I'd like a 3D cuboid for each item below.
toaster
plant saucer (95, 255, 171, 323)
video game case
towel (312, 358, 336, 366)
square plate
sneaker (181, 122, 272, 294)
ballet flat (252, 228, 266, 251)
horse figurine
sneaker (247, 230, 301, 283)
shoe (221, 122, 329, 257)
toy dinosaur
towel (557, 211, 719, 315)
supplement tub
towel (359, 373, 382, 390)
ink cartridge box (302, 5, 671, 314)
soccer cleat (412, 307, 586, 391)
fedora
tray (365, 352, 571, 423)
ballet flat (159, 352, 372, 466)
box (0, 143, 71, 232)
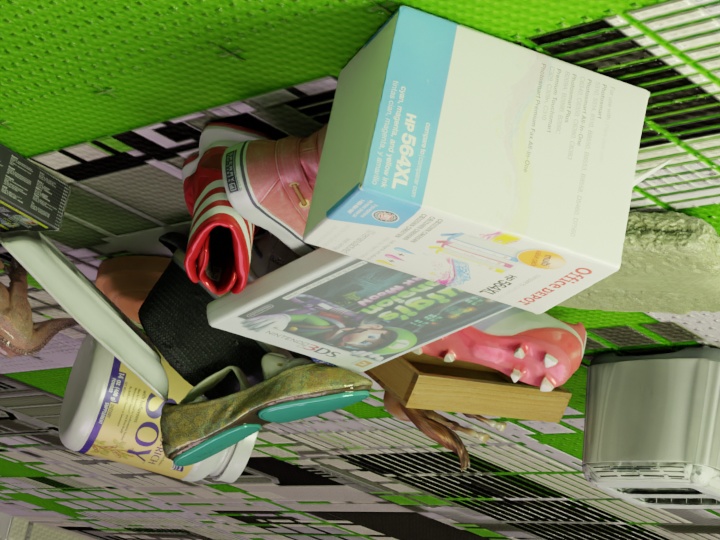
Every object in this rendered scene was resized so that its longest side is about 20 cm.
[{"bbox_3d":[0.294,0.147,1.608,0.200,0.130,0.113,-7,155,45],"label":"toaster"},{"bbox_3d":[-0.167,0.035,1.730,0.199,0.032,0.200,11,163,3],"label":"plant saucer"},{"bbox_3d":[0.013,0.022,1.348,0.200,0.023,0.182,-26,150,35],"label":"video game case"},{"bbox_3d":[-0.099,0.083,1.758,0.144,0.024,0.200,2,161,21],"label":"towel"},{"bbox_3d":[-0.249,0.029,1.579,0.200,0.028,0.198,46,176,-12],"label":"square plate"},{"bbox_3d":[-0.115,-0.030,1.357,0.078,0.116,0.200,13,161,1],"label":"sneaker"},{"bbox_3d":[-0.067,0.010,1.558,0.074,0.075,0.200,8,160,14],"label":"ballet flat"},{"bbox_3d":[0.062,0.120,1.644,0.132,0.050,0.200,20,-166,-12],"label":"horse figurine"},{"bbox_3d":[0.000,0.000,1.442,0.199,0.082,0.075,4,-148,-33],"label":"sneaker"},{"bbox_3d":[-0.019,-0.058,1.281,0.091,0.072,0.200,-12,166,20],"label":"shoe"},{"bbox_3d":[-0.341,0.037,1.583,0.200,0.086,0.136,33,-170,-31],"label":"toy dinosaur"},{"bbox_3d":[0.200,-0.007,1.352,0.199,0.037,0.148,1,158,34],"label":"towel"},{"bbox_3d":[-0.222,0.152,1.938,0.199,0.146,0.145,17,162,-17],"label":"supplement tub"},{"bbox_3d":[0.033,0.083,1.738,0.144,0.023,0.200,26,154,-38],"label":"towel"},{"bbox_3d":[0.084,-0.062,1.112,0.199,0.126,0.129,17,161,-14],"label":"ink cartridge box"},{"bbox_3d":[0.103,0.046,1.543,0.199,0.076,0.067,20,127,18],"label":"soccer cleat"},{"bbox_3d":[-0.129,0.061,1.553,0.201,0.092,0.201,44,173,6],"label":"fedora"},{"bbox_3d":[0.091,0.097,1.596,0.200,0.037,0.099,11,-162,-41],"label":"tray"},{"bbox_3d":[-0.086,0.106,1.471,0.199,0.071,0.071,-22,149,21],"label":"ballet flat"},{"bbox_3d":[-0.370,-0.088,1.467,0.160,0.044,0.200,-2,158,35],"label":"box"}]
